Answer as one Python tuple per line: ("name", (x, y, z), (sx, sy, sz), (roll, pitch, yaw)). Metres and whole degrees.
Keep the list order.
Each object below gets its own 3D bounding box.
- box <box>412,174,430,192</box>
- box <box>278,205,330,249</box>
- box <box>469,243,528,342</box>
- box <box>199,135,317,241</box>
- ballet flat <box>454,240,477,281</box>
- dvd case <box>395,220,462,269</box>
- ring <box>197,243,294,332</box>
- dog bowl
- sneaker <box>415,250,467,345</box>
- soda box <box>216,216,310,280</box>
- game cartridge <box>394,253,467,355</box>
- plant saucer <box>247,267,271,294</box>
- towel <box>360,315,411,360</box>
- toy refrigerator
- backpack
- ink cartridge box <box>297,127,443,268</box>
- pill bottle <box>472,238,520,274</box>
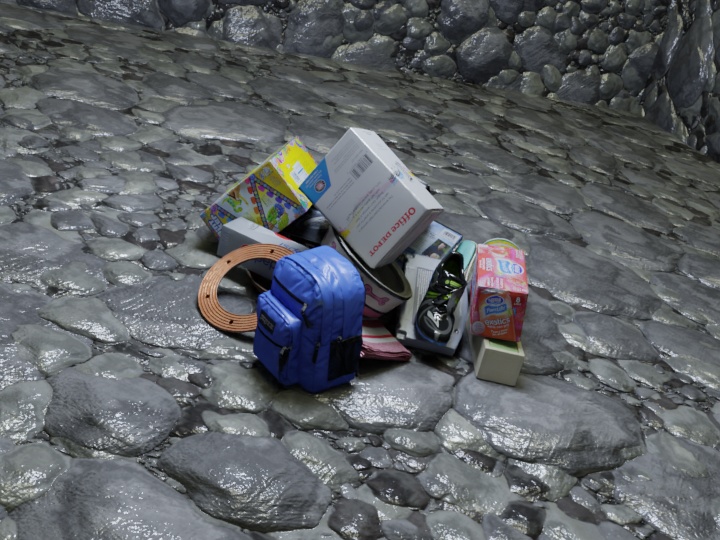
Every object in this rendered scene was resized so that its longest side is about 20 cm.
("box", (0.063, -0.159, 1.831), (0.158, 0.046, 0.200), (33, -7, 13))
("box", (-0.050, -0.091, 1.920), (0.158, 0.044, 0.200), (18, 39, 27))
("box", (0.254, 0.038, 1.735), (0.093, 0.102, 0.201), (8, 24, 4))
("box", (-0.188, -0.146, 1.881), (0.123, 0.191, 0.200), (52, 23, -10))
("ballet flat", (0.192, 0.028, 1.892), (0.067, 0.063, 0.201), (18, 59, 30))
("dvd case", (0.097, -0.043, 1.882), (0.141, 0.018, 0.200), (28, 51, 21))
("ring", (-0.190, 0.032, 1.648), (0.196, 0.019, 0.203), (-7, 47, 8))
("dog bowl", (0.000, 0.000, 1.699), (0.199, 0.074, 0.201), (41, 16, -15))
("sneaker", (0.149, 0.046, 1.702), (0.070, 0.083, 0.202), (19, 53, -1))
("soda box", (-0.167, -0.029, 1.751), (0.197, 0.064, 0.068), (25, 25, 19))
("game cartridge", (0.136, 0.064, 1.760), (0.130, 0.041, 0.203), (11, 51, -2))
("plant saucer", (-0.120, 0.028, 1.778), (0.197, 0.037, 0.201), (13, 25, -6))
("towel", (-0.007, 0.085, 1.657), (0.143, 0.023, 0.200), (12, 30, -52))
("toy refrigerator", (0.249, 0.126, 1.745), (0.074, 0.071, 0.201), (12, 24, -4))
("backpack", (-0.079, 0.074, 1.500), (0.166, 0.203, 0.162), (-14, 37, -41))
("ink cartridge box", (0.023, -0.128, 1.667), (0.200, 0.147, 0.144), (48, 16, 8))
("pill bottle", (0.287, 0.019, 1.943), (0.111, 0.115, 0.201), (15, 24, 2))
